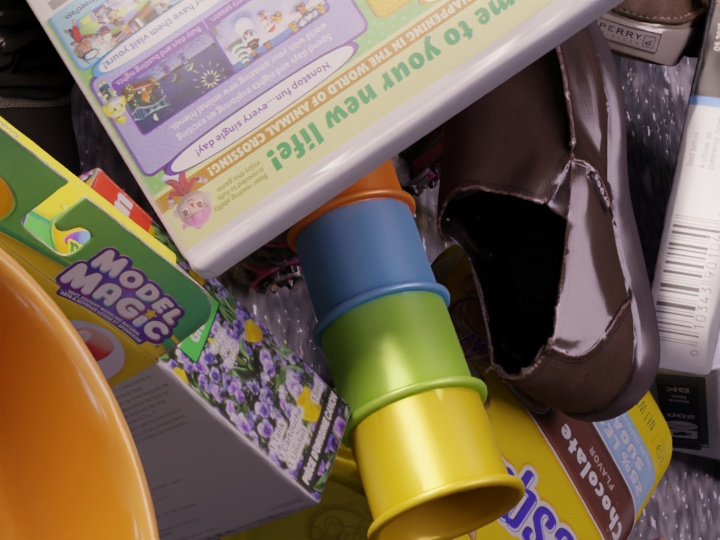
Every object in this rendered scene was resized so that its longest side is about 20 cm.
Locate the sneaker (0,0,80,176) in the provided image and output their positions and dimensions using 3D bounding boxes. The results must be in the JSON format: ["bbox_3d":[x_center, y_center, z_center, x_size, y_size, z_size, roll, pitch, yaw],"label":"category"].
[{"bbox_3d":[-0.134,-0.110,0.926,0.076,0.087,0.201,-12,82,-52],"label":"sneaker"}]

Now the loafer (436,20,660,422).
[{"bbox_3d":[0.066,-0.039,1.020,0.071,0.073,0.201,5,63,-50],"label":"loafer"}]

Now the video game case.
[{"bbox_3d":[-0.018,-0.126,0.863,0.183,0.200,0.022,57,4,13],"label":"video game case"}]

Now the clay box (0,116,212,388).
[{"bbox_3d":[-0.146,0.010,0.761,0.115,0.200,0.048,40,36,-32],"label":"clay box"}]

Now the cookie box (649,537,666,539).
[{"bbox_3d":[0.127,0.245,1.079,0.200,0.075,0.171,54,41,-16],"label":"cookie box"}]

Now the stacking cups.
[{"bbox_3d":[0.000,0.000,0.941,0.060,0.060,0.201,5,59,-49],"label":"stacking cups"}]

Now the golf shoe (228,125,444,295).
[{"bbox_3d":[-0.016,-0.056,1.064,0.092,0.073,0.200,49,34,1],"label":"golf shoe"}]

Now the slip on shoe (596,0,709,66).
[{"bbox_3d":[0.135,-0.139,1.217,0.200,0.076,0.061,-35,141,-76],"label":"slip on shoe"}]

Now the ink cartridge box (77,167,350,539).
[{"bbox_3d":[-0.109,0.018,0.877,0.200,0.109,0.050,45,44,-27],"label":"ink cartridge box"}]

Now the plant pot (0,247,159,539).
[{"bbox_3d":[-0.185,0.094,0.689,0.200,0.183,0.201,23,57,-41],"label":"plant pot"}]

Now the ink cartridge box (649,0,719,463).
[{"bbox_3d":[0.171,-0.018,1.208,0.200,0.043,0.199,63,38,-69],"label":"ink cartridge box"}]

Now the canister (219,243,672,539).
[{"bbox_3d":[0.043,0.090,1.045,0.149,0.086,0.200,57,38,-14],"label":"canister"}]
